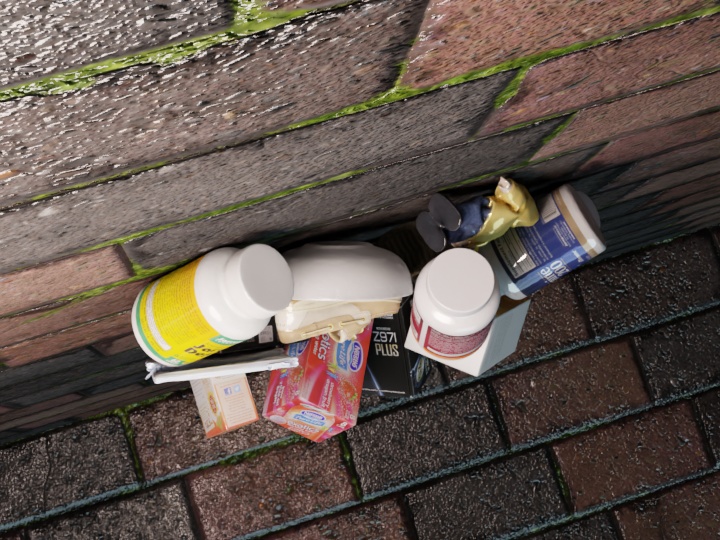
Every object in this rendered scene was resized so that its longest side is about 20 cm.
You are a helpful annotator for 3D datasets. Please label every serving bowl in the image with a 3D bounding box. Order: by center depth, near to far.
[{"bbox_3d":[-0.030,-0.003,1.527,0.199,0.066,0.200,0,-175,0],"label":"serving bowl"}]

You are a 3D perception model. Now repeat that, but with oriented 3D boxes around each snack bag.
[{"bbox_3d":[-0.185,0.119,1.516,0.188,0.021,0.200,-6,-179,-10],"label":"snack bag"}]

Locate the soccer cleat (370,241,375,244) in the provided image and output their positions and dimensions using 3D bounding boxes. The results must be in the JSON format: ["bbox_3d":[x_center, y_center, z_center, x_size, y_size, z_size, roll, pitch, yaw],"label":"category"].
[{"bbox_3d":[0.000,0.000,1.723,0.200,0.070,0.086,-21,171,28],"label":"soccer cleat"}]

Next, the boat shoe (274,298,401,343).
[{"bbox_3d":[-0.031,0.062,1.556,0.200,0.069,0.074,-4,-173,-35],"label":"boat shoe"}]

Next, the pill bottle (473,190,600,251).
[{"bbox_3d":[0.268,-0.053,1.802,0.112,0.112,0.200,-12,171,-41],"label":"pill bottle"}]

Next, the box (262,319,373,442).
[{"bbox_3d":[-0.055,0.124,1.633,0.100,0.200,0.095,31,141,-27],"label":"box"}]

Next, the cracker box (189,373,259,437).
[{"bbox_3d":[-0.223,0.146,1.773,0.058,0.201,0.134,-16,174,-22],"label":"cracker box"}]

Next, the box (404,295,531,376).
[{"bbox_3d":[0.168,0.079,1.797,0.124,0.098,0.200,21,-166,19],"label":"box"}]

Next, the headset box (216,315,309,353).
[{"bbox_3d":[-0.190,0.071,1.602,0.149,0.078,0.200,-5,-179,-40],"label":"headset box"}]

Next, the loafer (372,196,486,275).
[{"bbox_3d":[0.109,-0.042,1.636,0.199,0.076,0.067,-19,174,-3],"label":"loafer"}]

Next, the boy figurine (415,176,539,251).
[{"bbox_3d":[0.169,-0.079,1.537,0.200,0.064,0.124,-16,149,-43],"label":"boy figurine"}]

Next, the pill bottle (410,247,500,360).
[{"bbox_3d":[0.126,0.043,1.548,0.113,0.113,0.200,-17,163,-6],"label":"pill bottle"}]

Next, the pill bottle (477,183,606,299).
[{"bbox_3d":[0.239,-0.028,1.666,0.200,0.111,0.111,-32,169,17],"label":"pill bottle"}]

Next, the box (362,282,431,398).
[{"bbox_3d":[-0.001,0.103,1.840,0.199,0.164,0.086,3,-153,24],"label":"box"}]

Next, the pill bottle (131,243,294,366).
[{"bbox_3d":[-0.174,0.038,1.394,0.200,0.113,0.113,-24,171,40],"label":"pill bottle"}]

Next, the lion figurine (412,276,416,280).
[{"bbox_3d":[0.008,0.017,1.888,0.199,0.073,0.122,-15,165,17],"label":"lion figurine"}]
